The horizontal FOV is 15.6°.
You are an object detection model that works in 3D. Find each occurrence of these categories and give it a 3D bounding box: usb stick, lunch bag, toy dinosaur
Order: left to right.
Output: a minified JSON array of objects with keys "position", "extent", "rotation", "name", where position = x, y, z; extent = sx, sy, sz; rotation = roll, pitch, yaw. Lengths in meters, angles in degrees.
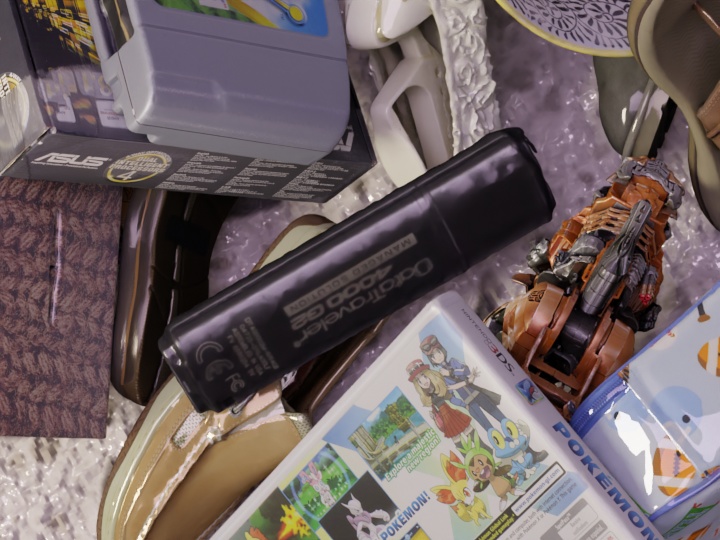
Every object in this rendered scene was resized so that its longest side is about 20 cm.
[{"position":[0.000,0.000,1.234],"extent":[0.200,0.033,0.056],"rotation":[-30,121,-3],"name":"usb stick"},{"position":[0.086,0.034,1.205],"extent":[0.200,0.136,0.102],"rotation":[-36,76,-32],"name":"toy dinosaur"},{"position":[0.179,0.054,1.161],"extent":[0.200,0.160,0.076],"rotation":[-38,69,1],"name":"lunch bag"}]

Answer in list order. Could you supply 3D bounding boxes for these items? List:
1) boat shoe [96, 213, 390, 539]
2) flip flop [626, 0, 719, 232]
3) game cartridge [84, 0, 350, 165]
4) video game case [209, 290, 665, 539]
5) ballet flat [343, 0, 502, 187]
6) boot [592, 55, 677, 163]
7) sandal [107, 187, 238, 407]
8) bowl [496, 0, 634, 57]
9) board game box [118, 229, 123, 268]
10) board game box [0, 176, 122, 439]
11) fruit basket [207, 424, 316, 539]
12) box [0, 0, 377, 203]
[{"position":[-0.049,0.069,1.271],"extent":[0.076,0.072,0.200],"rotation":[30,86,30],"name":"boat shoe"},{"position":[0.177,-0.079,1.200],"extent":[0.081,0.200,0.058],"rotation":[-35,46,-12],"name":"flip flop"},{"position":[-0.073,-0.146,1.214],"extent":[0.040,0.133,0.201],"rotation":[-34,61,36],"name":"game cartridge"},{"position":[0.038,0.137,1.141],"extent":[0.182,0.022,0.200],"rotation":[50,127,11],"name":"video game case"},{"position":[0.027,-0.100,1.251],"extent":[0.072,0.072,0.201],"rotation":[-14,109,9],"name":"ballet flat"},{"position":[0.069,-0.149,1.291],"extent":[0.199,0.073,0.182],"rotation":[11,71,5],"name":"boot"},{"position":[-0.099,-0.032,1.298],"extent":[0.054,0.082,0.201],"rotation":[5,78,27],"name":"sandal"},{"position":[0.103,-0.205,1.208],"extent":[0.200,0.094,0.201],"rotation":[-7,105,-25],"name":"bowl"},{"position":[-0.182,-0.090,1.353],"extent":[0.120,0.032,0.201],"rotation":[-13,80,4],"name":"board game box"},{"position":[-0.222,-0.004,1.270],"extent":[0.199,0.097,0.160],"rotation":[3,87,36],"name":"board game box"},{"position":[0.019,0.170,1.262],"extent":[0.185,0.094,0.200],"rotation":[-47,62,1],"name":"fruit basket"},{"position":[-0.098,-0.115,1.232],"extent":[0.049,0.200,0.162],"rotation":[-35,63,40],"name":"box"}]
